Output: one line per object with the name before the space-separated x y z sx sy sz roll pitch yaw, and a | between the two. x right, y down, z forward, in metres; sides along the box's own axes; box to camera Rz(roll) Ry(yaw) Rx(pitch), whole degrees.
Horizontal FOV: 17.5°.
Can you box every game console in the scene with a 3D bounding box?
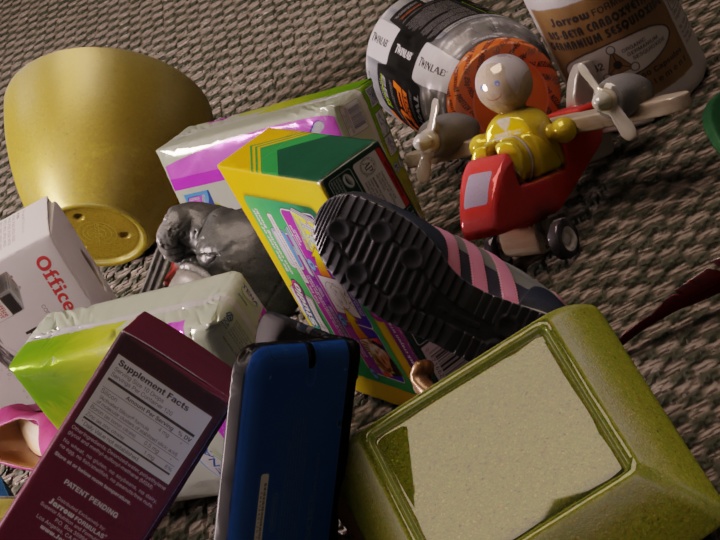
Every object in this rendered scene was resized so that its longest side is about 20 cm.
game console | -0.073 0.133 1.449 0.118 0.202 0.170 9 6 32

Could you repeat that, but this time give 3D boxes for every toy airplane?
toy airplane | 0.138 -0.110 1.795 0.199 0.142 0.199 -31 22 -2

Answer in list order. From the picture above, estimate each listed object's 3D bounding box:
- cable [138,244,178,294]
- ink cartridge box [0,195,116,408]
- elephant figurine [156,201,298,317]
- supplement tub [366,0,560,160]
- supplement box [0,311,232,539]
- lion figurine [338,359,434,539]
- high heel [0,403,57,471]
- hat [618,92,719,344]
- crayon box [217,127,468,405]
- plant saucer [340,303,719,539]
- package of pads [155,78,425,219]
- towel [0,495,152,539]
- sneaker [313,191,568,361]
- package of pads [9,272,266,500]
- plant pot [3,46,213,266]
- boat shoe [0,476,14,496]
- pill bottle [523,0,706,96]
cable | -0.165 0.035 1.932 0.050 0.098 0.201 15 47 18
ink cartridge box | -0.311 0.054 1.983 0.199 0.147 0.083 -28 24 5
elephant figurine | -0.110 0.055 1.799 0.140 0.156 0.201 15 57 3
supplement tub | 0.089 -0.164 1.989 0.122 0.123 0.200 -33 22 -8
supplement box | -0.162 0.136 1.486 0.201 0.085 0.110 -57 1 5
lion figurine | 0.041 0.133 1.510 0.200 0.072 0.123 -40 51 2
high heel | -0.260 0.141 1.835 0.095 0.068 0.200 -22 17 -6
hat | 0.285 -0.016 1.591 0.198 0.177 0.166 15 32 5
crayon box | 0.000 0.000 1.645 0.058 0.201 0.172 -36 21 -18
plant saucer | 0.088 0.120 1.401 0.199 0.048 0.200 -32 45 3
package of pads | -0.052 -0.056 1.892 0.199 0.156 0.068 -12 18 37
towel | -0.222 0.226 1.585 0.142 0.023 0.201 -1 41 9
sneaker | 0.057 0.008 1.549 0.070 0.199 0.082 -54 7 18
package of pads | -0.128 0.090 1.664 0.199 0.155 0.068 -11 35 36
plant pot | -0.241 -0.089 2.180 0.199 0.200 0.143 -17 52 27
boat shoe | -0.251 0.217 1.674 0.083 0.069 0.201 -17 39 -1
pill bottle | 0.191 -0.225 1.891 0.114 0.201 0.115 -25 23 11
